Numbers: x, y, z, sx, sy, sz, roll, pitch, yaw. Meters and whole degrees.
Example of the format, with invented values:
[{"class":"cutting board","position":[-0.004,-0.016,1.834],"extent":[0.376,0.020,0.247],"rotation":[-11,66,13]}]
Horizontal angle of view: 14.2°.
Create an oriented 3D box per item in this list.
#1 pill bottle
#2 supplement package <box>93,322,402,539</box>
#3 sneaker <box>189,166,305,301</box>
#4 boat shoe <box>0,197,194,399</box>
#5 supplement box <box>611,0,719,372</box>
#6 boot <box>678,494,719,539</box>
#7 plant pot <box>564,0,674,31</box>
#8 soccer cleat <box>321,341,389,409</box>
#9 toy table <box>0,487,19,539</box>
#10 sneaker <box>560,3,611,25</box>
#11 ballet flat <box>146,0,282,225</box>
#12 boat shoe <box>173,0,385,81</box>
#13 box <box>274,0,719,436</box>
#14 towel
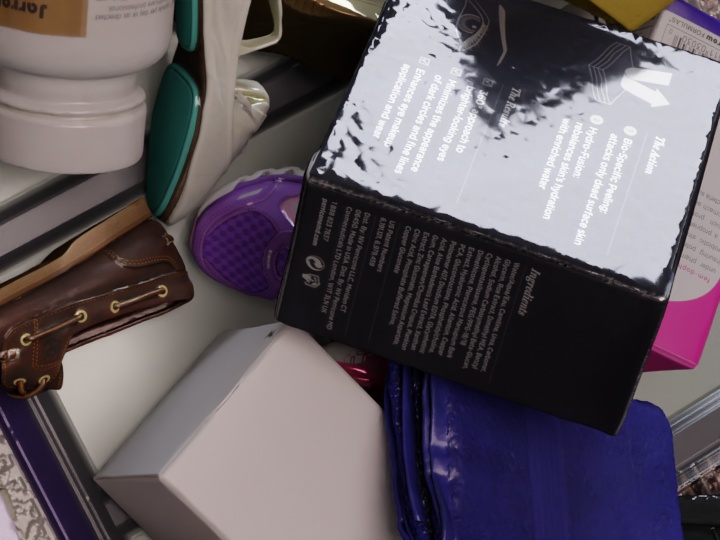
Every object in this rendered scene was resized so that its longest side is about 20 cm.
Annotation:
[{"class":"pill bottle","position":[-0.157,-0.161,1.573],"extent":[0.114,0.114,0.201],"rotation":[-3,111,-22]},{"class":"supplement package","position":[-0.028,0.141,1.622],"extent":[0.200,0.120,0.121],"rotation":[46,70,-13]},{"class":"sneaker","position":[0.000,0.000,1.637],"extent":[0.199,0.089,0.081],"rotation":[12,113,-1]},{"class":"boat shoe","position":[-0.181,0.034,1.595],"extent":[0.200,0.070,0.071],"rotation":[-31,93,-22]},{"class":"supplement box","position":[0.170,-0.048,1.730],"extent":[0.101,0.103,0.201],"rotation":[26,75,-19]},{"class":"boot","position":[0.169,0.216,1.725],"extent":[0.197,0.073,0.163],"rotation":[2,84,-26]},{"class":"plant pot","position":[0.129,-0.258,1.675],"extent":[0.200,0.200,0.177],"rotation":[32,93,-32]},{"class":"soccer cleat","position":[0.057,0.065,1.701],"extent":[0.199,0.070,0.087],"rotation":[20,63,-22]},{"class":"toy table","position":[-0.257,0.160,1.529],"extent":[0.183,0.117,0.201],"rotation":[-10,89,-22]},{"class":"sneaker","position":[0.066,-0.092,1.704],"extent":[0.115,0.076,0.201],"rotation":[33,77,-19]},{"class":"ballet flat","position":[-0.077,-0.117,1.616],"extent":[0.069,0.069,0.201],"rotation":[-2,116,-22]},{"class":"boat shoe","position":[-0.049,-0.169,1.671],"extent":[0.199,0.074,0.067],"rotation":[23,48,-16]},{"class":"box","position":[0.080,-0.042,1.562],"extent":[0.199,0.118,0.197],"rotation":[18,45,5]},{"class":"towel","position":[0.097,0.121,1.608],"extent":[0.200,0.049,0.148],"rotation":[20,56,-37]}]
